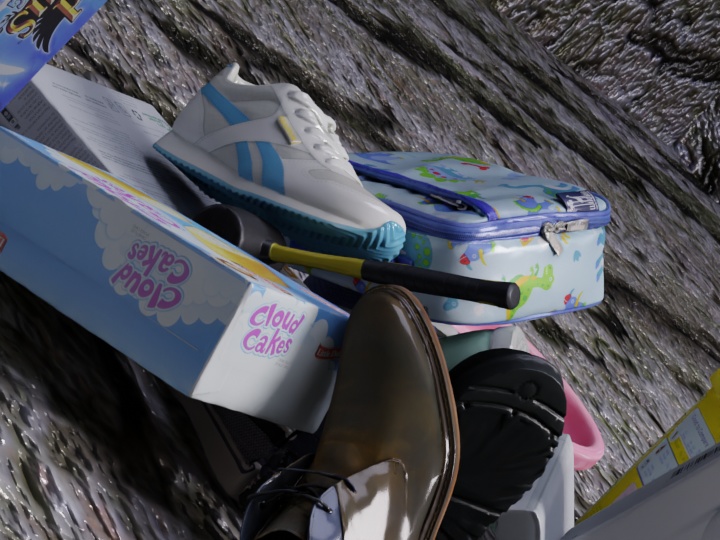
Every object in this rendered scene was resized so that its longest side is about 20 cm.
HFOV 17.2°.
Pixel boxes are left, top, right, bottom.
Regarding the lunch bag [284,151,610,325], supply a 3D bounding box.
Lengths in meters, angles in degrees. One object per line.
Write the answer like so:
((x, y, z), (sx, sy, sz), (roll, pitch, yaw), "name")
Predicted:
((0.048, -0.024, 1.510), (0.160, 0.083, 0.200), (-7, 17, -39), "lunch bag")

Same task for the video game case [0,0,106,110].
((-0.216, -0.149, 1.222), (0.046, 0.200, 0.181), (54, 16, 26), "video game case")

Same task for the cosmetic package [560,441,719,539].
((0.241, 0.187, 1.305), (0.201, 0.199, 0.123), (60, 10, 5), "cosmetic package")

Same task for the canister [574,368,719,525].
((0.212, 0.166, 1.525), (0.086, 0.200, 0.149), (39, 14, -19), "canister")

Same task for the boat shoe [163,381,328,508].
((-0.059, 0.045, 1.324), (0.075, 0.093, 0.200), (29, 18, -46), "boat shoe")

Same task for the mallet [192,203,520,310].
((0.000, 0.000, 1.370), (0.199, 0.041, 0.066), (12, -5, 18), "mallet")

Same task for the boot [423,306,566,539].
((0.036, 0.080, 1.297), (0.073, 0.199, 0.163), (17, 33, -19), "boot")

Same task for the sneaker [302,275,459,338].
((0.044, 0.070, 1.628), (0.199, 0.081, 0.115), (44, -3, 31), "sneaker")

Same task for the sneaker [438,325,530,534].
((0.059, 0.118, 1.501), (0.074, 0.118, 0.201), (-74, 155, -51), "sneaker")

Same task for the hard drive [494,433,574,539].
((0.101, 0.178, 1.361), (0.027, 0.133, 0.200), (1, 8, 11), "hard drive")

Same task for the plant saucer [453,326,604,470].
((0.095, 0.082, 1.771), (0.200, 0.051, 0.201), (41, 12, -11), "plant saucer")

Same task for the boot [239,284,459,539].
((-0.006, 0.104, 1.163), (0.097, 0.074, 0.201), (8, 82, -55), "boot")

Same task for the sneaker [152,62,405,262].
((-0.042, -0.067, 1.449), (0.200, 0.081, 0.077), (30, -9, 39), "sneaker")

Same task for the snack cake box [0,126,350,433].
((-0.108, 0.005, 1.242), (0.200, 0.067, 0.115), (30, 3, 34), "snack cake box")

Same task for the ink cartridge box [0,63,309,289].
((-0.131, -0.043, 1.498), (0.200, 0.043, 0.196), (50, 12, 20), "ink cartridge box")
